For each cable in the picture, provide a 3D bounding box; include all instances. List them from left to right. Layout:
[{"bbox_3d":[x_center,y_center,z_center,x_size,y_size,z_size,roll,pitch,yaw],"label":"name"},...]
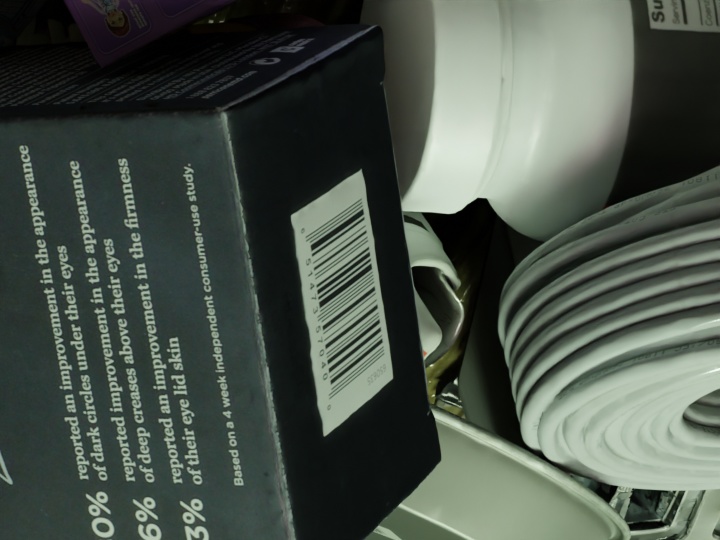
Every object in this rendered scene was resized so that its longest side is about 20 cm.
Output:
[{"bbox_3d":[0.149,0.022,0.782,0.199,0.070,0.200,-15,157,21],"label":"cable"}]

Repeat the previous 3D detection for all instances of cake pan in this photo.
[{"bbox_3d":[0.005,0.079,0.869,0.199,0.037,0.200,22,168,5],"label":"cake pan"}]

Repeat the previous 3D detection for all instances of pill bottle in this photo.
[{"bbox_3d":[0.105,-0.066,0.801,0.199,0.116,0.116,0,146,-17],"label":"pill bottle"}]

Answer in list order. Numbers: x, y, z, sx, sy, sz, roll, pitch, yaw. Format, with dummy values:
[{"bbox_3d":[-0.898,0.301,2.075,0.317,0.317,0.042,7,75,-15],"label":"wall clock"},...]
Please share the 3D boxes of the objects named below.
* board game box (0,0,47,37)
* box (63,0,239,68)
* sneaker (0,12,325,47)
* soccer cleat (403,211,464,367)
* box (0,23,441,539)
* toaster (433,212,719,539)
[{"bbox_3d":[-0.126,-0.156,0.644,0.199,0.062,0.200,4,144,-22],"label":"board game box"},{"bbox_3d":[0.018,-0.131,0.673,0.199,0.039,0.137,-25,-172,21],"label":"box"},{"bbox_3d":[-0.096,-0.053,0.772,0.200,0.075,0.090,-21,129,41],"label":"sneaker"},{"bbox_3d":[0.000,0.000,0.830,0.069,0.085,0.200,-54,179,8],"label":"soccer cleat"},{"bbox_3d":[-0.091,0.009,0.698,0.199,0.149,0.104,1,-161,27],"label":"box"},{"bbox_3d":[0.138,0.045,0.982,0.180,0.119,0.200,-4,147,-9],"label":"toaster"}]
